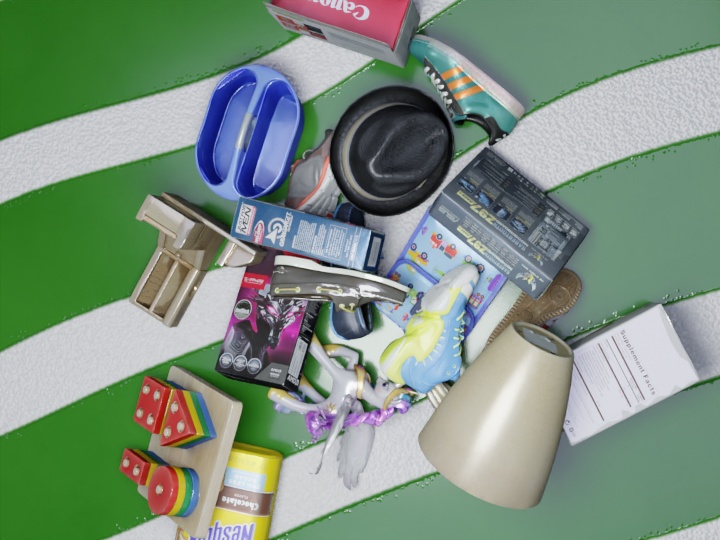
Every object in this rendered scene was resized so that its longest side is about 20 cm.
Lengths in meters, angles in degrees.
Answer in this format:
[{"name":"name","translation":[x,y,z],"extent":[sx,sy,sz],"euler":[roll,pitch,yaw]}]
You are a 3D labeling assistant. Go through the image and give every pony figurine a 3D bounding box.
[{"name":"pony figurine","translation":[-0.032,0.201,1.733],"extent":[0.198,0.166,0.195],"euler":[27,86,23]}]

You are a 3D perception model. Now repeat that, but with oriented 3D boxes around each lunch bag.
[{"name":"lunch bag","translation":[0.117,0.023,1.741],"extent":[0.150,0.094,0.201],"euler":[36,108,8]}]

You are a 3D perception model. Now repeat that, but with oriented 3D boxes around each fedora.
[{"name":"fedora","translation":[0.056,-0.173,1.701],"extent":[0.197,0.091,0.204],"euler":[-1,92,-19]}]

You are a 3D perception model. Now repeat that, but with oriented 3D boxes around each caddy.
[{"name":"caddy","translation":[-0.163,-0.201,1.761],"extent":[0.139,0.105,0.203],"euler":[18,92,7]}]

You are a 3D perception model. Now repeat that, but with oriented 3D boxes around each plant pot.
[{"name":"plant pot","translation":[0.200,0.178,1.578],"extent":[0.185,0.187,0.202],"euler":[27,108,7]}]

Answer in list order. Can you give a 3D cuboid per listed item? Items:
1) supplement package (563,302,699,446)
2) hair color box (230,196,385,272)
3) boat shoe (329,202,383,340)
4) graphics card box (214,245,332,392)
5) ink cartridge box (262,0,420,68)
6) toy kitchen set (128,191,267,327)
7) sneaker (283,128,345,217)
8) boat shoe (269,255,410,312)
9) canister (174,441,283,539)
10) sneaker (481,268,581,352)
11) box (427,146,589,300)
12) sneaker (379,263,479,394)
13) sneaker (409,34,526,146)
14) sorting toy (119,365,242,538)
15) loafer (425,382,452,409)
[{"name":"supplement package","translation":[0.357,0.143,1.676],"extent":[0.198,0.121,0.121],"euler":[-28,86,7]},{"name":"hair color box","translation":[-0.073,-0.050,1.672],"extent":[0.197,0.100,0.061],"euler":[14,91,13]},{"name":"boat shoe","translation":[0.000,0.000,1.746],"extent":[0.068,0.084,0.204],"euler":[-4,88,35]},{"name":"graphics card box","translation":[-0.126,0.069,1.741],"extent":[0.124,0.051,0.203],"euler":[9,75,27]},{"name":"ink cartridge box","translation":[-0.024,-0.373,1.707],"extent":[0.197,0.176,0.085],"euler":[19,93,7]},{"name":"toy kitchen set","translation":[-0.250,0.008,1.726],"extent":[0.162,0.200,0.182],"euler":[30,94,8]},{"name":"sneaker","translation":[-0.076,-0.123,1.779],"extent":[0.082,0.077,0.201],"euler":[40,95,33]},{"name":"boat shoe","translation":[-0.030,0.028,1.670],"extent":[0.198,0.072,0.062],"euler":[11,82,12]},{"name":"canister","translation":[-0.201,0.361,1.777],"extent":[0.146,0.087,0.203],"euler":[10,90,9]},{"name":"sneaker","translation":[0.241,0.085,1.727],"extent":[0.071,0.113,0.200],"euler":[40,64,16]},{"name":"box","translation":[0.212,-0.069,1.684],"extent":[0.199,0.158,0.051],"euler":[38,131,6]},{"name":"sneaker","translation":[0.120,0.089,1.675],"extent":[0.105,0.076,0.200],"euler":[39,102,-11]},{"name":"sneaker","translation":[0.142,-0.263,1.734],"extent":[0.199,0.071,0.080],"euler":[38,91,5]},{"name":"sorting toy","translation":[-0.273,0.258,1.735],"extent":[0.198,0.069,0.203],"euler":[19,93,53]},{"name":"loafer","translation":[0.164,0.211,1.733],"extent":[0.068,0.076,0.200],"euler":[-42,94,5]}]
